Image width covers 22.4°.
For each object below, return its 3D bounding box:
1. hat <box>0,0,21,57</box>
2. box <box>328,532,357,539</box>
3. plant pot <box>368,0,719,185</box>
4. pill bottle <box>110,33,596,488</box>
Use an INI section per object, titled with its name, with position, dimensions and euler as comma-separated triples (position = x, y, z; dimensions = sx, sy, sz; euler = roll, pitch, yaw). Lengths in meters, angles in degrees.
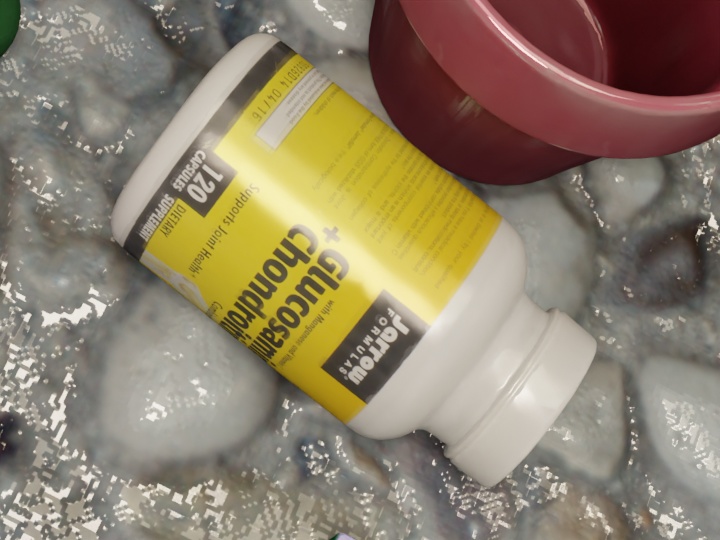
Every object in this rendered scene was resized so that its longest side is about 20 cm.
[hat]
position = -0.182, -0.108, 0.810
dimensions = 0.198, 0.176, 0.168
euler = -5, 71, 20
[box]
position = -0.003, 0.223, 0.739
dimensions = 0.116, 0.048, 0.201
euler = 27, 67, -7
[plant pot]
position = 0.088, -0.129, 0.816
dimensions = 0.198, 0.179, 0.202
euler = 6, 71, -16
[pill bottle]
position = 0.000, 0.000, 0.779
dimensions = 0.199, 0.112, 0.112
euler = 38, 65, -2
